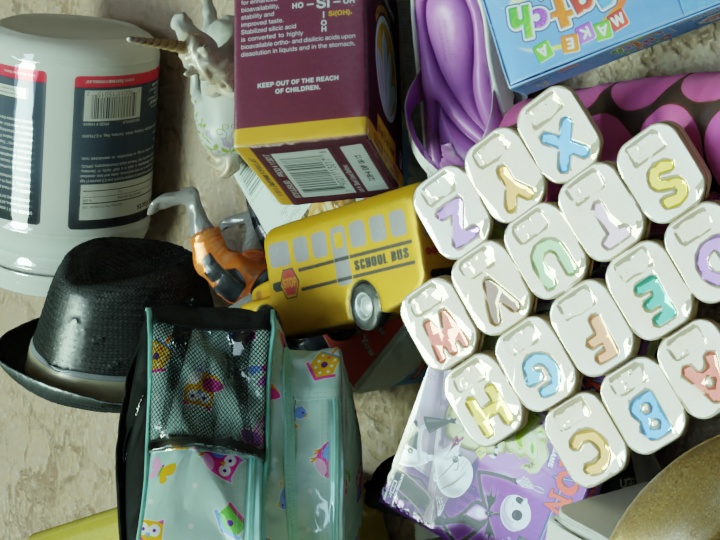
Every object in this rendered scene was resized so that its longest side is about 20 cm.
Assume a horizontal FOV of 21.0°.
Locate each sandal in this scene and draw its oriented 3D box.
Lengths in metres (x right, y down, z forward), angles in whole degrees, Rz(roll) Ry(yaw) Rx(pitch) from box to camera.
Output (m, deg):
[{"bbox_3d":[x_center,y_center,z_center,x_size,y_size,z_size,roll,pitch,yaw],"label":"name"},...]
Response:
[{"bbox_3d":[0.057,-0.086,1.174,0.082,0.050,0.203,-1,108,44],"label":"sandal"}]

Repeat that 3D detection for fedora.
[{"bbox_3d":[-0.167,0.031,1.412,0.200,0.200,0.092,29,117,44],"label":"fedora"}]

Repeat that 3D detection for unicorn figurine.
[{"bbox_3d":[-0.092,-0.137,1.273,0.200,0.074,0.138,74,-172,-51],"label":"unicorn figurine"}]

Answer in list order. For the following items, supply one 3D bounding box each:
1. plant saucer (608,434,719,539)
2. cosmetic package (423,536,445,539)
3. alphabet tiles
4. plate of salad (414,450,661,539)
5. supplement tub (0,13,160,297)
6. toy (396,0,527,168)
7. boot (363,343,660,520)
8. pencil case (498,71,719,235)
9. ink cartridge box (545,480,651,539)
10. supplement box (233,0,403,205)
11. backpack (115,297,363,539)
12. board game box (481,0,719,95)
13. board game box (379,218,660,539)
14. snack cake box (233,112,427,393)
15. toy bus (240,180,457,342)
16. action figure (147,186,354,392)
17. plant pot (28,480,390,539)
[{"bbox_3d":[0.218,0.174,0.981,0.035,0.199,0.201,-115,28,-72],"label":"plant saucer"},{"bbox_3d":[0.036,0.217,1.120,0.073,0.200,0.104,32,110,34],"label":"cosmetic package"},{"bbox_3d":[0.114,0.010,1.048,0.200,0.015,0.196,-36,78,29],"label":"alphabet tiles"},{"bbox_3d":[0.117,0.164,1.211,0.200,0.048,0.201,1,92,39],"label":"plate of salad"},{"bbox_3d":[-0.231,-0.092,1.514,0.140,0.140,0.201,23,114,46],"label":"supplement tub"},{"bbox_3d":[0.072,-0.158,1.207,0.115,0.047,0.201,13,112,49],"label":"toy"},{"bbox_3d":[0.093,0.075,1.154,0.198,0.073,0.163,3,89,38],"label":"boot"},{"bbox_3d":[0.167,-0.059,1.082,0.200,0.091,0.094,-6,61,51],"label":"pencil case"},{"bbox_3d":[0.168,0.226,1.082,0.083,0.146,0.201,23,114,45],"label":"ink cartridge box"},{"bbox_3d":[-0.025,-0.155,1.220,0.085,0.110,0.201,-5,72,11],"label":"supplement box"},{"bbox_3d":[-0.075,0.139,1.183,0.176,0.153,0.201,91,-172,-65],"label":"backpack"},{"bbox_3d":[0.126,-0.219,1.087,0.151,0.037,0.201,-20,79,20],"label":"board game box"},{"bbox_3d":[0.094,0.067,1.094,0.120,0.032,0.201,25,105,24],"label":"board game box"},{"bbox_3d":[0.001,-0.033,1.301,0.115,0.067,0.200,-52,58,41],"label":"snack cake box"},{"bbox_3d":[0.000,0.000,1.200,0.200,0.065,0.079,-15,84,53],"label":"toy bus"},{"bbox_3d":[-0.067,0.017,1.348,0.104,0.200,0.194,-37,70,2],"label":"action figure"},{"bbox_3d":[-0.078,0.235,1.361,0.200,0.194,0.196,-29,74,37],"label":"plant pot"}]
